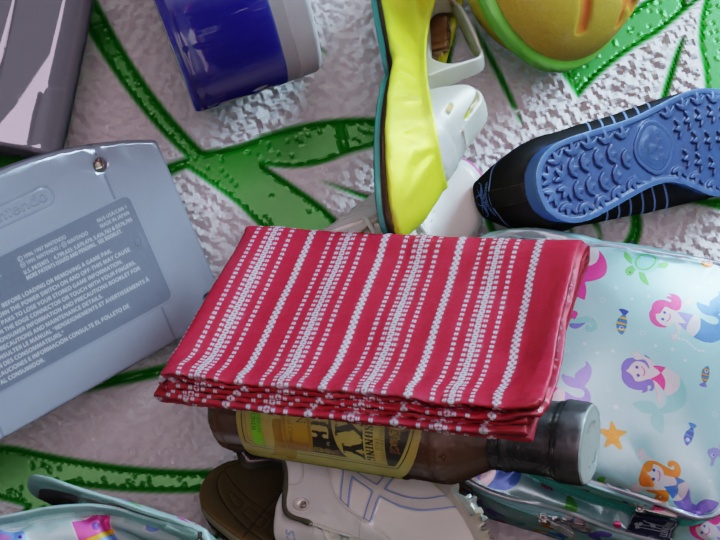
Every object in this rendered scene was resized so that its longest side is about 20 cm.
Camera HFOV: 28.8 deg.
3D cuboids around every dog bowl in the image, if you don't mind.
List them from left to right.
[{"bbox_3d":[-0.093,-0.196,0.799,0.079,0.200,0.201,-21,81,-4],"label":"dog bowl"}]

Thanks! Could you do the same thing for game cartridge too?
[{"bbox_3d":[-0.263,-0.145,0.824,0.199,0.042,0.134,10,84,-4],"label":"game cartridge"},{"bbox_3d":[-0.181,0.008,0.784,0.200,0.040,0.134,-29,108,-34],"label":"game cartridge"}]

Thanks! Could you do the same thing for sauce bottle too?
[{"bbox_3d":[0.021,0.073,0.712,0.199,0.065,0.065,4,78,23],"label":"sauce bottle"}]

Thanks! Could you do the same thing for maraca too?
[{"bbox_3d":[0.128,-0.214,0.862,0.137,0.107,0.200,43,61,-31],"label":"maraca"}]

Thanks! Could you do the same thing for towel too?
[{"bbox_3d":[0.010,0.023,0.710,0.199,0.023,0.145,4,38,19],"label":"towel"}]

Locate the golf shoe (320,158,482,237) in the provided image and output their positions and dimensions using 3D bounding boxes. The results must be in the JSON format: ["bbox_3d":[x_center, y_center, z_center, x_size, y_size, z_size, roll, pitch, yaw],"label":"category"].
[{"bbox_3d":[0.000,0.000,0.823,0.200,0.092,0.075,-41,82,-10],"label":"golf shoe"}]

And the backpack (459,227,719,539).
[{"bbox_3d":[0.128,0.065,0.792,0.199,0.151,0.178,13,73,7],"label":"backpack"}]

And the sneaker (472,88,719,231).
[{"bbox_3d":[0.160,-0.067,0.853,0.199,0.078,0.070,-12,94,-31],"label":"sneaker"}]

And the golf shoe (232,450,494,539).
[{"bbox_3d":[0.006,0.135,0.756,0.097,0.078,0.200,-31,47,-15],"label":"golf shoe"}]

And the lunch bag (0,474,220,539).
[{"bbox_3d":[-0.159,0.182,0.739,0.199,0.170,0.122,-21,72,-6],"label":"lunch bag"}]

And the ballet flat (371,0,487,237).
[{"bbox_3d":[0.041,-0.106,0.822,0.067,0.067,0.201,-7,50,9],"label":"ballet flat"}]

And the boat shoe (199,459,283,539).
[{"bbox_3d":[-0.002,0.173,0.801,0.200,0.066,0.072,19,41,12],"label":"boat shoe"}]
